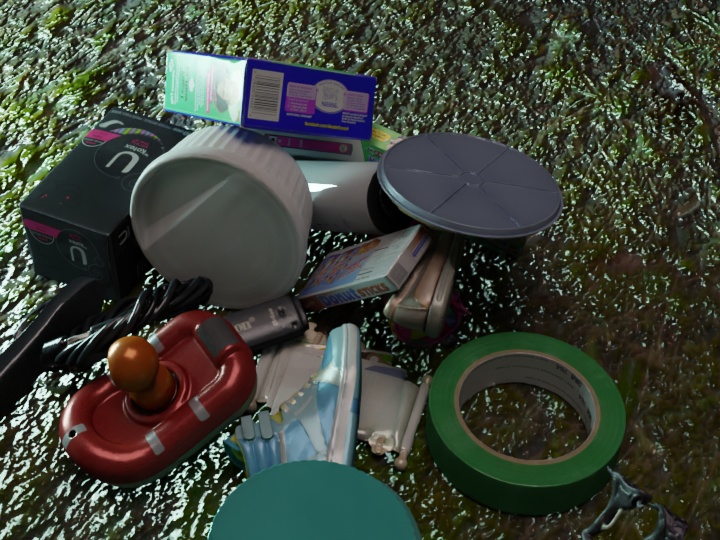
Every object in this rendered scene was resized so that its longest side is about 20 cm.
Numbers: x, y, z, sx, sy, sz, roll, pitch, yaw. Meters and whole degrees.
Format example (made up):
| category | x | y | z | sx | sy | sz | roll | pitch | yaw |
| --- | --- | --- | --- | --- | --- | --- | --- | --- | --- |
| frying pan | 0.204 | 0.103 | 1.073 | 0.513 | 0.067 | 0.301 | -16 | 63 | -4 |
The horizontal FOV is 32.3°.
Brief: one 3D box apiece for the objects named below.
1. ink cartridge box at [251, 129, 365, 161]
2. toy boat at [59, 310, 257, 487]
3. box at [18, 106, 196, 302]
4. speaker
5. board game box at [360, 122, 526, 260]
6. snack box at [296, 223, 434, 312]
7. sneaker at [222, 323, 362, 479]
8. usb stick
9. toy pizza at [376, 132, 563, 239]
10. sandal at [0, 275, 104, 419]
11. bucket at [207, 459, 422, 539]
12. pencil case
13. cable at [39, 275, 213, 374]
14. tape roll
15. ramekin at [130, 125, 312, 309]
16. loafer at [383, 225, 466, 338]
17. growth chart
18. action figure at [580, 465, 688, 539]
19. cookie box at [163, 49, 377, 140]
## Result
| category | x | y | z | sx | sy | sz | roll | pitch | yaw |
| --- | --- | --- | --- | --- | --- | --- | --- | --- | --- |
| ink cartridge box | -0.084 | -0.140 | 1.508 | 0.197 | 0.095 | 0.038 | 5 | 77 | 4 |
| toy boat | -0.204 | 0.110 | 1.193 | 0.199 | 0.131 | 0.131 | -38 | 52 | -7 |
| box | -0.280 | -0.079 | 1.426 | 0.121 | 0.107 | 0.201 | 16 | 46 | 16 |
| speaker | -0.028 | -0.083 | 1.401 | 0.081 | 0.082 | 0.199 | -36 | 26 | -33 |
| board game box | 0.097 | -0.090 | 1.425 | 0.198 | 0.135 | 0.029 | 25 | 70 | 15 |
| snack box | 0.000 | 0.000 | 1.309 | 0.024 | 0.199 | 0.072 | 43 | 64 | -17 |
| sneaker | -0.065 | 0.137 | 1.212 | 0.129 | 0.080 | 0.202 | 5 | 56 | 4 |
| usb stick | -0.153 | 0.075 | 1.313 | 0.198 | 0.033 | 0.056 | -18 | 47 | -13 |
| toy pizza | 0.113 | -0.083 | 1.294 | 0.197 | 0.032 | 0.201 | 8 | 34 | -5 |
| sandal | -0.338 | 0.069 | 1.290 | 0.042 | 0.077 | 0.200 | 24 | 48 | 19 |
| bucket | -0.040 | 0.271 | 1.051 | 0.204 | 0.136 | 0.209 | 2 | 45 | -2 |
| pencil case | 0.058 | -0.005 | 1.384 | 0.087 | 0.089 | 0.201 | -7 | 45 | -10 |
| cable | -0.229 | 0.043 | 1.281 | 0.199 | 0.163 | 0.051 | -28 | 89 | -45 |
| tape roll | 0.165 | 0.150 | 1.250 | 0.197 | 0.049 | 0.202 | 1 | 44 | -1 |
| ramekin | -0.143 | -0.065 | 1.351 | 0.199 | 0.204 | 0.095 | 12 | 40 | 10 |
| loafer | 0.073 | -0.015 | 1.287 | 0.062 | 0.073 | 0.201 | 13 | 42 | 6 |
| growth chart | -0.022 | 0.122 | 1.294 | 0.197 | 0.018 | 0.145 | 17 | 45 | 14 |
| action figure | 0.199 | 0.281 | 1.080 | 0.118 | 0.102 | 0.201 | 34 | 89 | -5 |
| cookie box | -0.105 | -0.197 | 1.393 | 0.169 | 0.076 | 0.199 | 2 | 9 | -35 |
